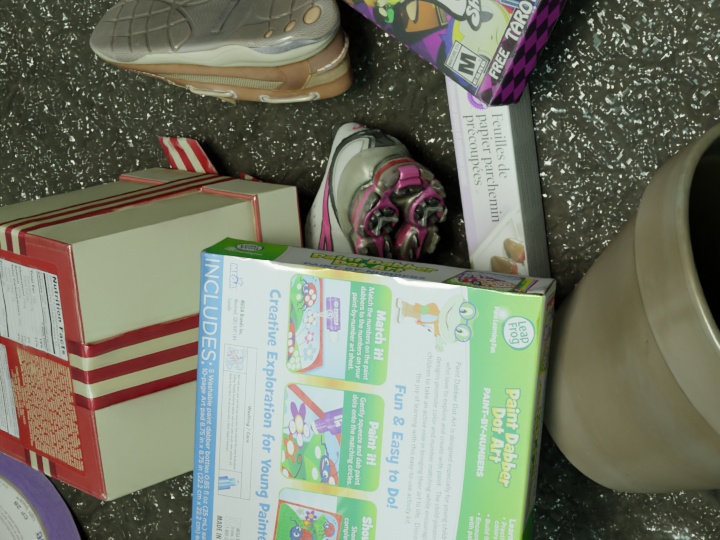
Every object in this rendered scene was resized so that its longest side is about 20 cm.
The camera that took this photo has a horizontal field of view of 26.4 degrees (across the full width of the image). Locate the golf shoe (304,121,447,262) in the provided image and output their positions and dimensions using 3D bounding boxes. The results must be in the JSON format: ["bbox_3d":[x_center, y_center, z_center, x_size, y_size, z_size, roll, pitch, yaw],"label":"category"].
[{"bbox_3d":[0.000,0.000,0.989,0.092,0.073,0.200,49,136,44],"label":"golf shoe"}]

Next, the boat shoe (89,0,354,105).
[{"bbox_3d":[-0.090,-0.136,0.970,0.200,0.076,0.072,11,146,38],"label":"boat shoe"}]

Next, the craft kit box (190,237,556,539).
[{"bbox_3d":[0.004,0.091,0.874,0.197,0.049,0.200,9,105,17],"label":"craft kit box"}]

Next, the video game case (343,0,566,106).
[{"bbox_3d":[0.056,-0.223,0.865,0.181,0.036,0.200,41,122,27],"label":"video game case"}]

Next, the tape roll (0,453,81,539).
[{"bbox_3d":[-0.308,0.217,1.130,0.085,0.200,0.200,-39,89,31],"label":"tape roll"}]

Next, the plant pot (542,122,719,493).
[{"bbox_3d":[0.193,0.043,0.846,0.200,0.200,0.174,52,137,1],"label":"plant pot"}]

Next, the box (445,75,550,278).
[{"bbox_3d":[0.089,-0.027,0.942,0.039,0.041,0.200,-1,108,26],"label":"box"}]

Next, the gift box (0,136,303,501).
[{"bbox_3d":[-0.141,0.020,0.987,0.200,0.187,0.185,19,117,49],"label":"gift box"}]
